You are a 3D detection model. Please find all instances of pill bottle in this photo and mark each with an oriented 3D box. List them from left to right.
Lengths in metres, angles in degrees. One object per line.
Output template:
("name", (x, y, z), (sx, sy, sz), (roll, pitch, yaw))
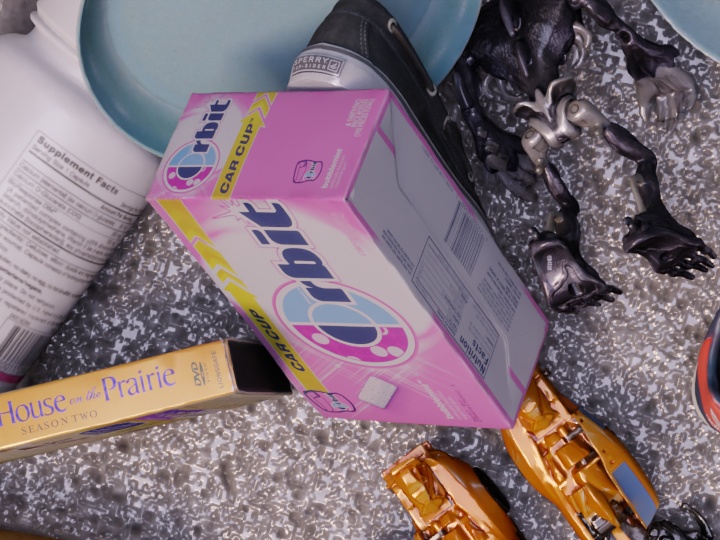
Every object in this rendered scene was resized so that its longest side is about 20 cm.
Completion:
("pill bottle", (-0.167, -0.047, 1.420), (0.113, 0.113, 0.201), (37, 95, 6))

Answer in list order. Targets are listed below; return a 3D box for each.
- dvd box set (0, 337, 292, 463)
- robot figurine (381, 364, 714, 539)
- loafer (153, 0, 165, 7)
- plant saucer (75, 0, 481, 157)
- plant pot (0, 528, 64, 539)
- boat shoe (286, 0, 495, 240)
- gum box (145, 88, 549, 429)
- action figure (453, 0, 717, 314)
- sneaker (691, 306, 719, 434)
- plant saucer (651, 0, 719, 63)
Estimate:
("dvd box set", (-0.143, 0.071, 1.403), (0.199, 0.146, 0.030), (-14, 85, 9))
("robot figurine", (0.107, 0.154, 1.412), (0.145, 0.058, 0.200), (-38, 85, 8))
("loafer", (-0.082, -0.155, 1.363), (0.198, 0.068, 0.076), (8, 121, -3))
("plant saucer", (-0.040, -0.129, 1.335), (0.199, 0.200, 0.028), (-28, 47, 8))
("plant pot", (-0.216, 0.200, 1.415), (0.198, 0.186, 0.188), (-9, 90, -6))
("boat shoe", (0.026, -0.055, 1.371), (0.068, 0.200, 0.057), (8, 59, 29))
("gum box", (0.000, 0.000, 1.350), (0.113, 0.200, 0.066), (1, 54, 34))
("action figure", (0.103, -0.076, 1.391), (0.118, 0.102, 0.201), (-24, 61, 16))
("sneaker", (0.228, -0.003, 1.378), (0.075, 0.085, 0.201), (26, 94, 7))
("plant saucer", (0.228, -0.191, 1.397), (0.199, 0.039, 0.203), (0, 90, 8))
